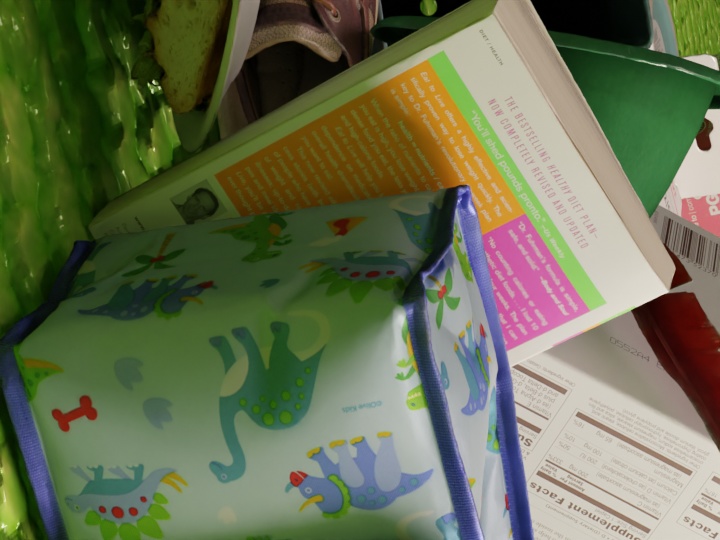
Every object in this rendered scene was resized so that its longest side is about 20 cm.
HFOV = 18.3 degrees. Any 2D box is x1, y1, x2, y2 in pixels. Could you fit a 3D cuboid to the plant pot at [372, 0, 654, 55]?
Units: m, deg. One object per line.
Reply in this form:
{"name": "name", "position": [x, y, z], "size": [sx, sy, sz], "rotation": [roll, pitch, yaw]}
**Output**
{"name": "plant pot", "position": [0.052, -0.175, 1.205], "size": [0.200, 0.140, 0.143], "rotation": [-164, -116, -78]}

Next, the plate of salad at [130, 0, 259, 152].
{"name": "plate of salad", "position": [-0.072, -0.150, 0.923], "size": [0.200, 0.048, 0.202], "rotation": [-177, -90, -77]}

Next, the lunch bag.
{"name": "lunch bag", "position": [-0.026, 0.086, 0.850], "size": [0.128, 0.168, 0.202], "rotation": [-63, 144, -61]}

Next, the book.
{"name": "book", "position": [0.007, -0.008, 0.889], "size": [0.134, 0.199, 0.048], "rotation": [58, 25, -13]}

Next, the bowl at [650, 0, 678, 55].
{"name": "bowl", "position": [0.188, -0.161, 1.733], "size": [0.201, 0.104, 0.203], "rotation": [-8, 90, -72]}

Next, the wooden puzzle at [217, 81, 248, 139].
{"name": "wooden puzzle", "position": [-0.048, -0.140, 1.105], "size": [0.185, 0.037, 0.202], "rotation": [-7, 85, -72]}

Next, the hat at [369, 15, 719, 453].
{"name": "hat", "position": [0.077, -0.005, 0.947], "size": [0.200, 0.164, 0.178], "rotation": [13, -88, 65]}

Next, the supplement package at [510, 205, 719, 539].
{"name": "supplement package", "position": [0.116, 0.056, 1.011], "size": [0.111, 0.199, 0.156], "rotation": [-59, -175, 35]}

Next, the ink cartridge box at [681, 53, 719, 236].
{"name": "ink cartridge box", "position": [0.163, -0.060, 1.457], "size": [0.147, 0.198, 0.083], "rotation": [-68, 143, -57]}

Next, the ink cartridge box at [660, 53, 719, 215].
{"name": "ink cartridge box", "position": [0.121, -0.053, 1.320], "size": [0.068, 0.198, 0.116], "rotation": [-80, 155, -44]}

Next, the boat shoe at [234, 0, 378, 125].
{"name": "boat shoe", "position": [-0.026, -0.105, 0.974], "size": [0.072, 0.071, 0.202], "rotation": [-95, -176, -84]}
